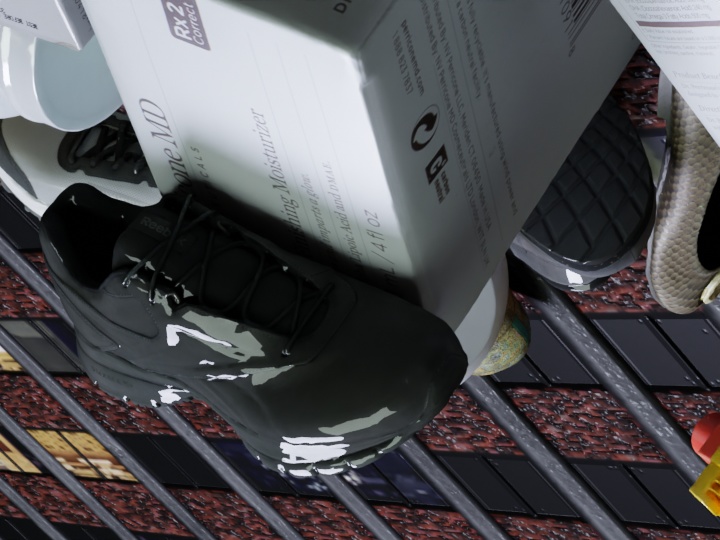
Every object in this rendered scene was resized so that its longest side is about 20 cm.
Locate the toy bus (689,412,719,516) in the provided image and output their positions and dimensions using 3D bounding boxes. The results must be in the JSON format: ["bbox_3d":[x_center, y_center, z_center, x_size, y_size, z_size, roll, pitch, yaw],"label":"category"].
[{"bbox_3d":[0.247,0.120,1.279,0.200,0.136,0.192,40,173,-32],"label":"toy bus"}]

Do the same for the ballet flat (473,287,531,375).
[{"bbox_3d":[0.011,0.019,1.473,0.199,0.071,0.071,11,147,43],"label":"ballet flat"}]

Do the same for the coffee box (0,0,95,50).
[{"bbox_3d":[-0.103,-0.192,1.053,0.114,0.200,0.080,19,151,30],"label":"coffee box"}]

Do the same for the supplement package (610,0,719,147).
[{"bbox_3d":[0.138,-0.144,0.936,0.109,0.114,0.200,3,142,52],"label":"supplement package"}]

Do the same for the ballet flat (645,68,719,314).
[{"bbox_3d":[0.153,-0.043,1.174,0.046,0.068,0.200,17,147,16],"label":"ballet flat"}]

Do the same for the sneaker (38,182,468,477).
[{"bbox_3d":[-0.050,0.017,1.045,0.199,0.076,0.091,11,144,37],"label":"sneaker"}]

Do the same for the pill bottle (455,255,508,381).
[{"bbox_3d":[0.000,0.000,1.231,0.111,0.111,0.200,42,178,-17],"label":"pill bottle"}]

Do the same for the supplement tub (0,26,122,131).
[{"bbox_3d":[-0.197,-0.159,1.307,0.199,0.146,0.146,24,154,22],"label":"supplement tub"}]

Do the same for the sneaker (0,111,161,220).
[{"bbox_3d":[-0.101,-0.050,1.408,0.199,0.074,0.079,23,145,10],"label":"sneaker"}]

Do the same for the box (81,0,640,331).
[{"bbox_3d":[0.011,-0.116,1.044,0.130,0.200,0.199,23,155,24],"label":"box"}]

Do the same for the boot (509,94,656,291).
[{"bbox_3d":[0.088,-0.034,1.226,0.132,0.070,0.200,57,178,-42],"label":"boot"}]
